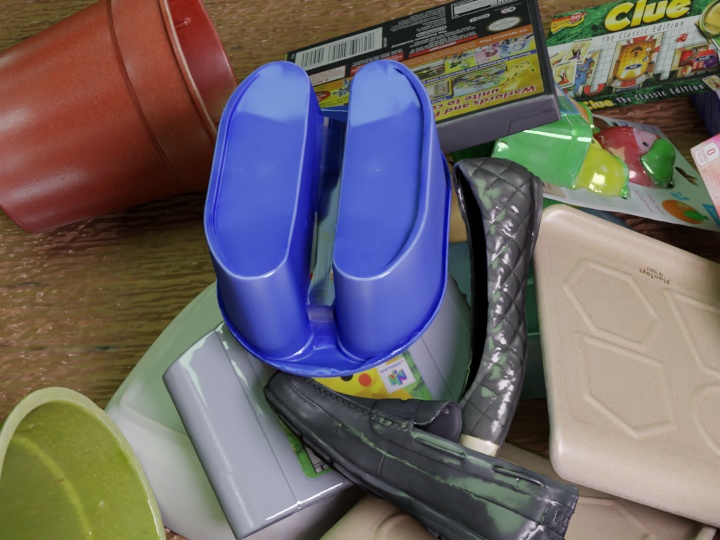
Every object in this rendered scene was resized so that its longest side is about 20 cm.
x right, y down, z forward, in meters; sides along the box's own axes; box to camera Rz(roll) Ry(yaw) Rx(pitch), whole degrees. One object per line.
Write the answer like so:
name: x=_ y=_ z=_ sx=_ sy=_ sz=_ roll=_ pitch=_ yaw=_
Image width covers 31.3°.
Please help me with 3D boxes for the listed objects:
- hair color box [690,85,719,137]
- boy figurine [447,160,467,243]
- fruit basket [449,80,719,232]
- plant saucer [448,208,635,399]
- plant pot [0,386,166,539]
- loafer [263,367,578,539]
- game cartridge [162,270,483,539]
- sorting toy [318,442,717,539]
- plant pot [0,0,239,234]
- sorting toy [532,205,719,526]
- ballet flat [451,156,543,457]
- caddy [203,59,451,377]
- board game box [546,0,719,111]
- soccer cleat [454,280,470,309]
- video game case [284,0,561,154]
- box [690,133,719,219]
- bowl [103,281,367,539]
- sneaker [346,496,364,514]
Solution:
hair color box: x=0.330 y=-0.120 z=0.991 sx=0.109 sy=0.065 sz=0.200 roll=-13 pitch=47 yaw=2
boy figurine: x=0.019 y=-0.071 z=0.993 sx=0.200 sy=0.064 sz=0.124 roll=13 pitch=59 yaw=40
fruit basket: x=0.169 y=-0.091 z=0.945 sx=0.200 sy=0.094 sz=0.185 roll=4 pitch=30 yaw=-14
plant saucer: x=0.120 y=0.005 z=0.948 sx=0.200 sy=0.036 sz=0.200 roll=-7 pitch=47 yaw=8
plant pot: x=-0.244 y=0.192 z=0.782 sx=0.190 sy=0.200 sz=0.200 roll=-17 pitch=45 yaw=15
loafer: x=0.032 y=0.103 z=0.733 sx=0.200 sy=0.068 sz=0.070 roll=29 pitch=81 yaw=29
game cartridge: x=-0.016 y=0.068 z=0.816 sx=0.200 sy=0.040 sz=0.133 roll=-24 pitch=74 yaw=-15
sorting toy: x=0.091 y=0.167 z=0.763 sx=0.200 sy=0.037 sz=0.185 roll=16 pitch=26 yaw=25
plant pot: x=-0.211 y=-0.132 z=1.067 sx=0.195 sy=0.201 sz=0.201 roll=-20 pitch=45 yaw=7
sorting toy: x=0.191 y=0.066 z=0.812 sx=0.185 sy=0.036 sz=0.200 roll=19 pitch=47 yaw=-17
ballet flat: x=0.072 y=0.029 z=0.783 sx=0.057 sy=0.066 sz=0.200 roll=9 pitch=78 yaw=-10
caddy: x=-0.017 y=-0.034 z=0.778 sx=0.141 sy=0.105 sz=0.200 roll=1 pitch=58 yaw=7
board game box: x=0.232 y=-0.180 z=1.038 sx=0.200 sy=0.023 sz=0.105 roll=-6 pitch=52 yaw=41
soccer cleat: x=0.000 y=0.000 z=0.917 sx=0.200 sy=0.068 sz=0.073 roll=43 pitch=112 yaw=20
video game case: x=0.035 y=-0.132 z=0.916 sx=0.200 sy=0.026 sz=0.181 roll=-15 pitch=35 yaw=12
box: x=0.303 y=-0.006 z=0.814 sx=0.103 sy=0.095 sz=0.200 roll=-29 pitch=59 yaw=25
bowl: x=-0.076 y=0.089 z=0.894 sx=0.200 sy=0.075 sz=0.200 roll=19 pitch=56 yaw=29
sneaker: x=-0.003 y=0.206 z=0.756 sx=0.075 sy=0.088 sz=0.200 roll=0 pitch=46 yaw=17
